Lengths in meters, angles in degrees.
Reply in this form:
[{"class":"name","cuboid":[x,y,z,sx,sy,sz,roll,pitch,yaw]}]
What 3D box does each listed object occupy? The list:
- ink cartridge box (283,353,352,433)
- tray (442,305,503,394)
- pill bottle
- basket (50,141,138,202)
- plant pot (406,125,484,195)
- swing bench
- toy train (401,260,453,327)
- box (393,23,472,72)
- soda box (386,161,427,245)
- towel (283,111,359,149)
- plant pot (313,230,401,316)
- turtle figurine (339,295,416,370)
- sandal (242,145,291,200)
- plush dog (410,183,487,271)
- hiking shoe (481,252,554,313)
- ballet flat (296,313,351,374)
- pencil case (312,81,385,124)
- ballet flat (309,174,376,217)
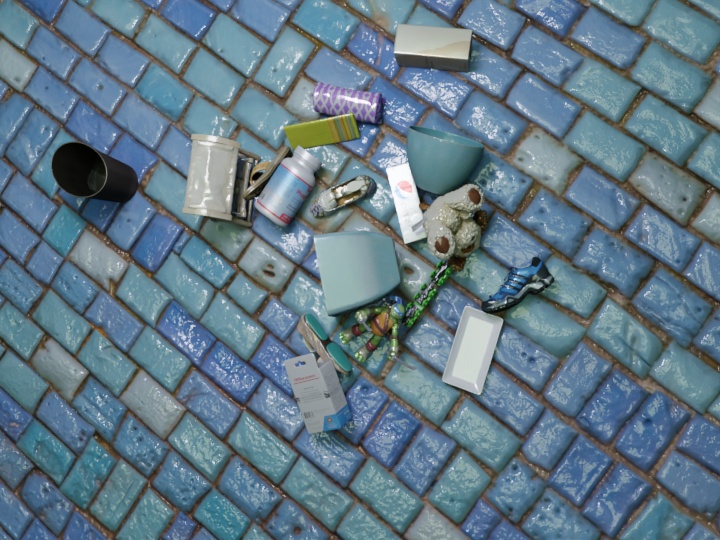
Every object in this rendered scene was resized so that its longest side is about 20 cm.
[{"class":"ink cartridge box","cuboid":[-0.111,0.309,1.561,0.114,0.066,0.205,-18,93,34]},{"class":"tray","cuboid":[0.288,0.204,1.544,0.105,0.022,0.205,18,91,12]},{"class":"pill bottle","cuboid":[-0.190,-0.227,1.615,0.108,0.109,0.202,36,95,10]},{"class":"basket","cuboid":[-0.720,-0.260,1.673,0.177,0.200,0.139,26,93,12]},{"class":"plant pot","cuboid":[0.199,-0.270,1.512,0.195,0.200,0.138,18,111,11]},{"class":"swing bench","cuboid":[-0.367,-0.234,1.603,0.126,0.200,0.205,7,89,11]},{"class":"toy train","cuboid":[0.172,0.062,1.556,0.041,0.056,0.202,37,95,24]},{"class":"box","cuboid":[0.190,-0.579,1.566,0.194,0.095,0.080,9,89,13]},{"class":"soda box","cuboid":[0.125,-0.173,1.574,0.066,0.064,0.206,-14,85,9]},{"class":"towel","cuboid":[-0.103,-0.376,1.621,0.194,0.087,0.018,-8,54,11]},{"class":"plant pot","cuboid":[0.000,0.000,1.531,0.194,0.196,0.202,-11,85,1]},{"class":"turtle figurine","cuboid":[0.028,0.168,1.503,0.193,0.141,0.204,-38,41,42]},{"class":"sandal","cuboid":[-0.260,-0.267,1.624,0.053,0.080,0.202,34,69,1]},{"class":"plush dog","cuboid":[0.236,-0.102,1.507,0.171,0.159,0.202,39,80,-33]},{"class":"hiking shoe","cuboid":[0.385,0.039,1.515,0.196,0.075,0.088,-27,75,-1]},{"class":"ballet flat","cuboid":[-0.101,0.208,1.607,0.067,0.068,0.201,-45,74,25]},{"class":"pencil case","cuboid":[-0.031,-0.452,1.611,0.195,0.085,0.087,14,55,9]},{"class":"ballet flat","cuboid":[-0.054,-0.204,1.608,0.196,0.072,0.074,-23,83,9]}]
